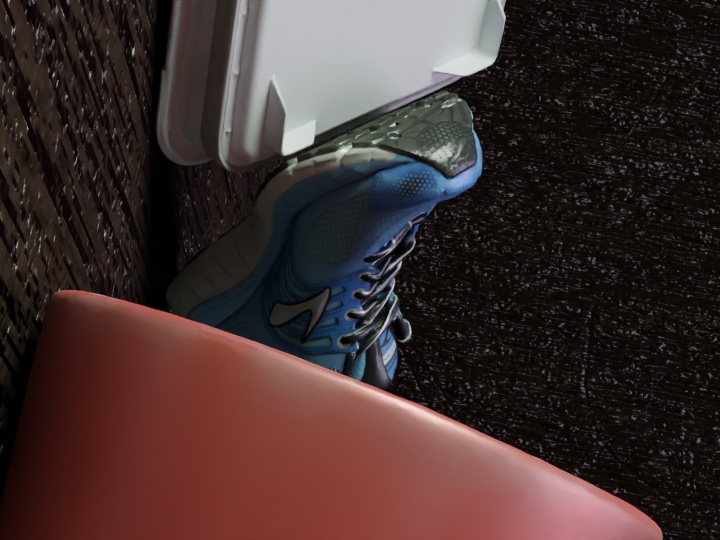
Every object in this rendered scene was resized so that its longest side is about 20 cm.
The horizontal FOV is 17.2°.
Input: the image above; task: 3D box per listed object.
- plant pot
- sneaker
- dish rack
[{"bbox_3d":[-0.032,0.123,0.716,0.200,0.200,0.178,80,31,-80],"label":"plant pot"},{"bbox_3d":[0.000,0.000,0.943,0.078,0.090,0.200,-27,171,-34],"label":"sneaker"},{"bbox_3d":[0.008,-0.128,0.881,0.171,0.044,0.201,-25,141,-35],"label":"dish rack"}]
